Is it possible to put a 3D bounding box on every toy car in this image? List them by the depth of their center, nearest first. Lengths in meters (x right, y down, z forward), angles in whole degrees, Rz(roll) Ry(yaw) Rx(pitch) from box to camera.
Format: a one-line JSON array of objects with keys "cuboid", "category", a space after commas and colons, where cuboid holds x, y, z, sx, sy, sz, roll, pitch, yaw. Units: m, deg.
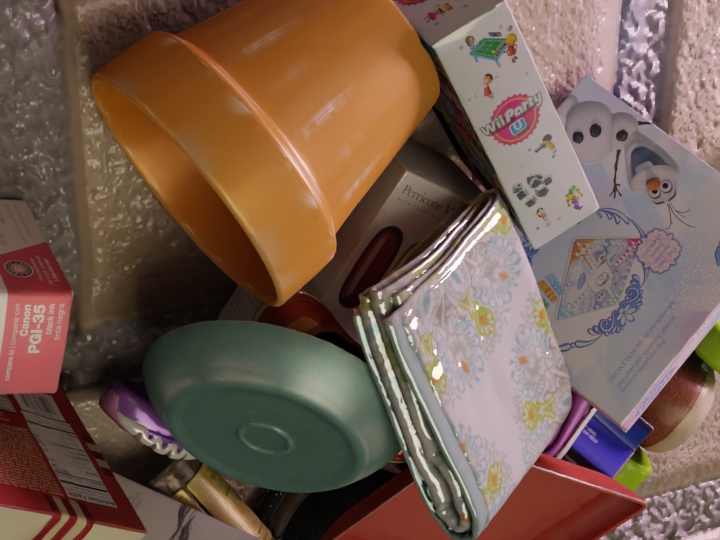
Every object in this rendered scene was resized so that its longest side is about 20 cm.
[{"cuboid": [0.202, 0.055, 1.482, 0.200, 0.158, 0.164, 36, 107, -11], "category": "toy car"}]

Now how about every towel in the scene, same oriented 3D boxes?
[{"cuboid": [0.081, 0.064, 1.242, 0.171, 0.048, 0.201, -42, 120, -43], "category": "towel"}]

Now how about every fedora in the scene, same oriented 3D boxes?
[{"cuboid": [-0.004, 0.243, 1.499, 0.200, 0.092, 0.201, -13, 125, -19], "category": "fedora"}]

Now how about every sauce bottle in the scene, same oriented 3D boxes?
[{"cuboid": [-0.102, 0.228, 1.420, 0.065, 0.065, 0.200, -37, 105, 0], "category": "sauce bottle"}]

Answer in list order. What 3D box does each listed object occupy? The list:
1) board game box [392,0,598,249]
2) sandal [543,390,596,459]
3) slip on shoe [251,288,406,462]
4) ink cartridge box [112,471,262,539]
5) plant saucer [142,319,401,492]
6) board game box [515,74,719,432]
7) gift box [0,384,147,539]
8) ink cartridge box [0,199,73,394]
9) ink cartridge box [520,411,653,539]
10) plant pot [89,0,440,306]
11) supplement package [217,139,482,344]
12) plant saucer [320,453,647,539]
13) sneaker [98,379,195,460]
[{"cuboid": [0.087, -0.134, 1.274, 0.064, 0.148, 0.200, -32, 128, -2], "category": "board game box"}, {"cuboid": [0.173, 0.069, 1.394, 0.082, 0.050, 0.203, 22, 89, 7], "category": "sandal"}, {"cuboid": [-0.006, 0.087, 1.282, 0.074, 0.061, 0.200, -41, 130, 1], "category": "slip on shoe"}, {"cuboid": [-0.147, 0.262, 1.369, 0.199, 0.085, 0.146, 22, 128, 6], "category": "ink cartridge box"}, {"cuboid": [-0.064, 0.107, 1.250, 0.199, 0.036, 0.200, 10, 145, 7], "category": "plant saucer"}, {"cuboid": [0.190, -0.015, 1.357, 0.200, 0.199, 0.043, -50, 159, 0], "category": "board game box"}, {"cuboid": [-0.294, 0.175, 1.257, 0.187, 0.200, 0.184, -48, 140, 13], "category": "gift box"}, {"cuboid": [-0.310, 0.015, 1.173, 0.199, 0.147, 0.083, 2, 118, -27], "category": "ink cartridge box"}, {"cuboid": [0.148, 0.169, 1.462, 0.200, 0.099, 0.039, -56, 170, 34], "category": "ink cartridge box"}, {"cuboid": [-0.053, -0.109, 1.203, 0.183, 0.200, 0.200, -41, 130, -13], "category": "plant pot"}, {"cuboid": [0.000, 0.000, 1.338, 0.114, 0.110, 0.200, 22, 108, -35], "category": "supplement package"}, {"cuboid": [0.091, 0.195, 1.400, 0.200, 0.037, 0.200, 20, 135, -34], "category": "plant saucer"}, {"cuboid": [-0.111, 0.103, 1.377, 0.200, 0.080, 0.089, 16, 105, -38], "category": "sneaker"}]
